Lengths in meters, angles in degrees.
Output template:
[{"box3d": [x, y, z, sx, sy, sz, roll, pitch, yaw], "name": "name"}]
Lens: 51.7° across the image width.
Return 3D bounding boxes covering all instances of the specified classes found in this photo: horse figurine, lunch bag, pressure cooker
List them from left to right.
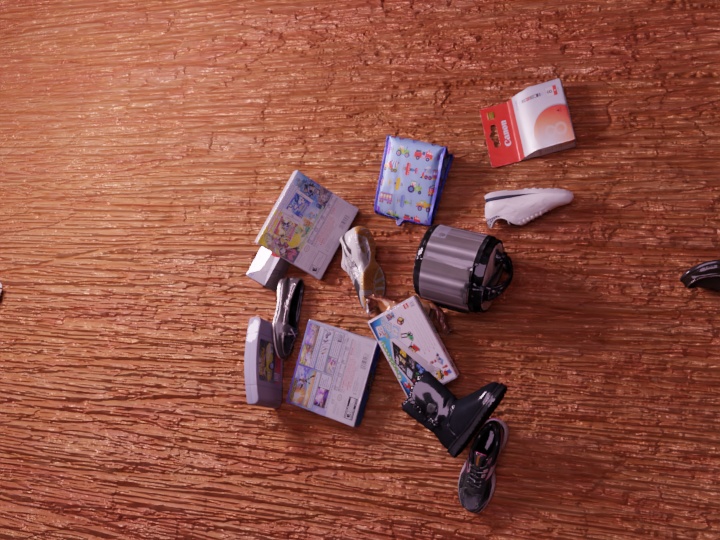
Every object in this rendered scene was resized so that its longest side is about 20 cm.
[{"box3d": [0.111, 0.113, 1.687, 0.198, 0.050, 0.134, -6, 87, 16], "name": "horse figurine"}, {"box3d": [0.119, -0.203, 1.769, 0.149, 0.094, 0.202, 15, 90, 19], "name": "lunch bag"}, {"box3d": [0.230, 0.000, 1.618, 0.198, 0.179, 0.178, 14, 77, 22], "name": "pressure cooker"}]

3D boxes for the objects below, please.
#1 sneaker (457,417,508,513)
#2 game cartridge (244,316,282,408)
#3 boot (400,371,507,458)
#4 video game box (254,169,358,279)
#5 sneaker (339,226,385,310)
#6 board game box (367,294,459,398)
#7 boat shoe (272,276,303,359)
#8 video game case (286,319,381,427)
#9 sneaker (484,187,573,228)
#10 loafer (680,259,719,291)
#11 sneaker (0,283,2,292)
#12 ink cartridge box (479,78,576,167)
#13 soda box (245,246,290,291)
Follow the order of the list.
[{"box3d": [0.247, 0.403, 1.552, 0.080, 0.086, 0.202, 12, 80, 23], "name": "sneaker"}, {"box3d": [-0.226, 0.216, 1.740, 0.040, 0.133, 0.202, -8, 73, 24], "name": "game cartridge"}, {"box3d": [0.189, 0.268, 1.556, 0.168, 0.076, 0.201, 42, 114, 22], "name": "boot"}, {"box3d": [-0.129, -0.108, 1.789, 0.181, 0.047, 0.201, 31, 85, -19], "name": "video game box"}, {"box3d": [0.000, 0.000, 1.765, 0.087, 0.075, 0.202, -17, 78, 46], "name": "sneaker"}, {"box3d": [0.117, 0.172, 1.647, 0.126, 0.035, 0.201, -29, 86, 18], "name": "board game box"}, {"box3d": [-0.171, 0.111, 1.786, 0.056, 0.067, 0.202, -6, 70, 22], "name": "boat shoe"}, {"box3d": [-0.061, 0.235, 1.712, 0.180, 0.045, 0.202, 16, 90, 21], "name": "video game case"}, {"box3d": [0.379, -0.143, 1.672, 0.198, 0.076, 0.081, -5, 85, 22], "name": "sneaker"}, {"box3d": [0.750, 0.018, 1.491, 0.198, 0.073, 0.072, -8, 71, 17], "name": "loafer"}, {"box3d": [-1.113, 0.056, 2.112, 0.198, 0.085, 0.078, 2, 77, 19], "name": "sneaker"}, {"box3d": [0.386, -0.344, 1.729, 0.198, 0.050, 0.164, -12, 72, 12], "name": "ink cartridge box"}, {"box3d": [-0.200, -0.054, 1.840, 0.063, 0.068, 0.201, 26, 84, 23], "name": "soda box"}]
